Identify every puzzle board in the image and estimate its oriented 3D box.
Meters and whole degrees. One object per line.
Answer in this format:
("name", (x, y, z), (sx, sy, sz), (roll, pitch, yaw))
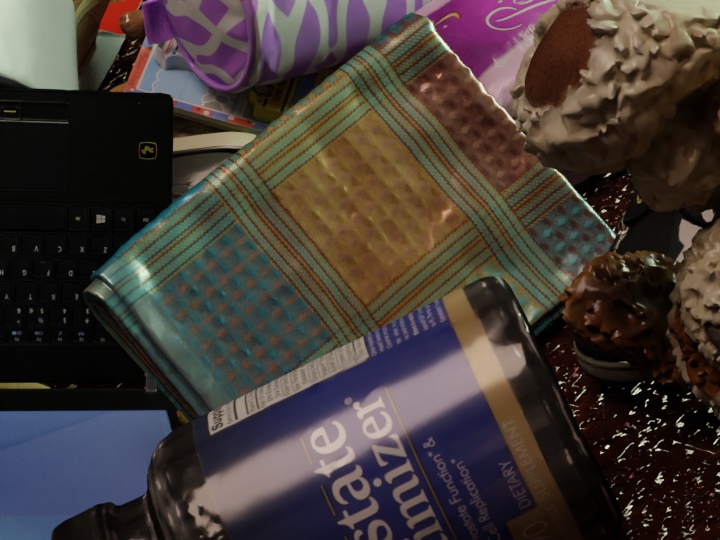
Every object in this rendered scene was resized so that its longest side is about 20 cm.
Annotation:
("puzzle board", (-0.023, -0.129, 1.323), (0.150, 0.017, 0.201), (16, 41, 0))

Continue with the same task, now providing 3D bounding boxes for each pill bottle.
("pill bottle", (-0.011, 0.093, 1.002), (0.199, 0.112, 0.112), (-27, 33, 3))

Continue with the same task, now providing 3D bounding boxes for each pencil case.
("pencil case", (-0.002, -0.147, 1.278), (0.199, 0.085, 0.085), (-19, 23, -33))

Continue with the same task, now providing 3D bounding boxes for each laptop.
("laptop", (-0.151, 0.022, 1.085), (0.176, 0.202, 0.103), (1, 0, -19))

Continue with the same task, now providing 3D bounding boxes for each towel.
("towel", (0.000, 0.000, 1.110), (0.200, 0.147, 0.022), (-41, -2, -20))

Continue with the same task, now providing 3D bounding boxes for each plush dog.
("plush dog", (0.163, -0.011, 0.971), (0.160, 0.173, 0.199), (-19, 36, -41))

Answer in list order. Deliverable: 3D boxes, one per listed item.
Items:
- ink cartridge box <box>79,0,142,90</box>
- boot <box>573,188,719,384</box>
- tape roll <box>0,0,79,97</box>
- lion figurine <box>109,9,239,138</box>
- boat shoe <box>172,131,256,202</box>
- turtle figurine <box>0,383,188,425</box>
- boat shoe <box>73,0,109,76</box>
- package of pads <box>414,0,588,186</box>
("ink cartridge box", (-0.217, -0.117, 1.496), (0.161, 0.050, 0.201), (-9, 41, 27))
("boot", (0.129, -0.070, 1.081), (0.073, 0.154, 0.204), (8, 47, 42))
("tape roll", (-0.227, -0.084, 1.197), (0.199, 0.200, 0.067), (-14, 68, 21))
("lion figurine", (-0.079, -0.106, 1.352), (0.122, 0.072, 0.201), (-19, 39, 40))
("boat shoe", (-0.127, -0.014, 1.266), (0.200, 0.074, 0.063), (-11, 39, 27))
("turtle figurine", (-0.162, 0.080, 1.150), (0.198, 0.065, 0.162), (11, 44, -9))
("boat shoe", (-0.174, -0.124, 1.383), (0.071, 0.065, 0.200), (12, 22, 2))
("package of pads", (0.125, -0.122, 1.229), (0.199, 0.076, 0.121), (-32, 31, -6))
